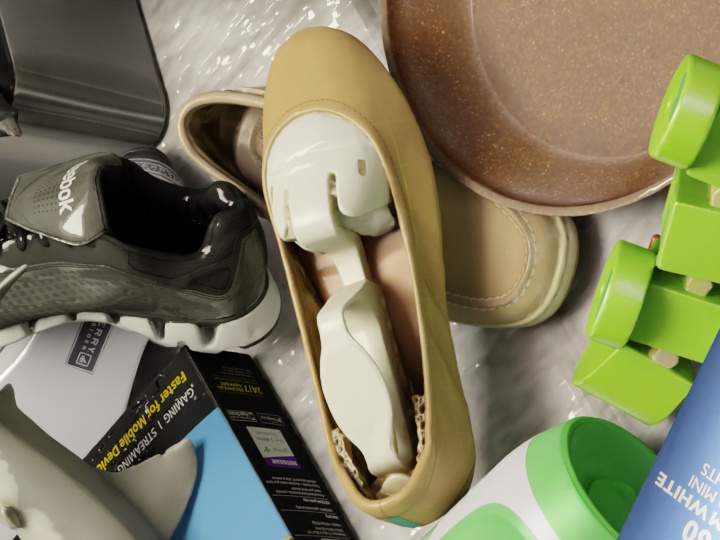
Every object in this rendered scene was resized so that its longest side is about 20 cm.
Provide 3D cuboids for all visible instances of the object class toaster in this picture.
[{"bbox_3d":[-0.202,-0.099,1.130,0.180,0.118,0.201,-35,63,34],"label":"toaster"}]

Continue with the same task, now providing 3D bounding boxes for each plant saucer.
[{"bbox_3d":[0.095,-0.119,0.921,0.199,0.037,0.202,-6,80,38],"label":"plant saucer"}]

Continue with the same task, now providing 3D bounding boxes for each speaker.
[{"bbox_3d":[0.041,0.145,0.912,0.200,0.088,0.089,-46,58,28],"label":"speaker"}]

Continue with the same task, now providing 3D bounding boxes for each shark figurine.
[{"bbox_3d":[-0.111,0.086,0.975,0.089,0.215,0.128,-36,22,-11],"label":"shark figurine"}]

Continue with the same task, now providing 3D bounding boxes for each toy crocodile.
[{"bbox_3d":[0.128,-0.022,0.843,0.067,0.062,0.201,17,125,-1],"label":"toy crocodile"}]

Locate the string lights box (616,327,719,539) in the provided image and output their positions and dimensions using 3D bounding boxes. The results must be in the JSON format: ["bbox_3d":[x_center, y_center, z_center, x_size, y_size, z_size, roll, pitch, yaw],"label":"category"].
[{"bbox_3d":[0.157,0.060,0.806,0.059,0.102,0.201,35,108,37],"label":"string lights box"}]

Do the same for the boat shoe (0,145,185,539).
[{"bbox_3d":[-0.137,0.033,1.096,0.068,0.071,0.201,-112,45,-69],"label":"boat shoe"}]

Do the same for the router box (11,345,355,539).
[{"bbox_3d":[-0.089,0.154,1.046,0.200,0.051,0.150,-48,57,25],"label":"router box"}]

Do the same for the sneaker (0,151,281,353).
[{"bbox_3d":[-0.131,-0.013,0.997,0.091,0.198,0.067,95,175,-49],"label":"sneaker"}]

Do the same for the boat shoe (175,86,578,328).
[{"bbox_3d":[0.002,-0.030,0.978,0.199,0.065,0.073,29,104,40],"label":"boat shoe"}]

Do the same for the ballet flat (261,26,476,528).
[{"bbox_3d":[0.000,0.000,0.910,0.068,0.063,0.201,-19,84,22],"label":"ballet flat"}]
